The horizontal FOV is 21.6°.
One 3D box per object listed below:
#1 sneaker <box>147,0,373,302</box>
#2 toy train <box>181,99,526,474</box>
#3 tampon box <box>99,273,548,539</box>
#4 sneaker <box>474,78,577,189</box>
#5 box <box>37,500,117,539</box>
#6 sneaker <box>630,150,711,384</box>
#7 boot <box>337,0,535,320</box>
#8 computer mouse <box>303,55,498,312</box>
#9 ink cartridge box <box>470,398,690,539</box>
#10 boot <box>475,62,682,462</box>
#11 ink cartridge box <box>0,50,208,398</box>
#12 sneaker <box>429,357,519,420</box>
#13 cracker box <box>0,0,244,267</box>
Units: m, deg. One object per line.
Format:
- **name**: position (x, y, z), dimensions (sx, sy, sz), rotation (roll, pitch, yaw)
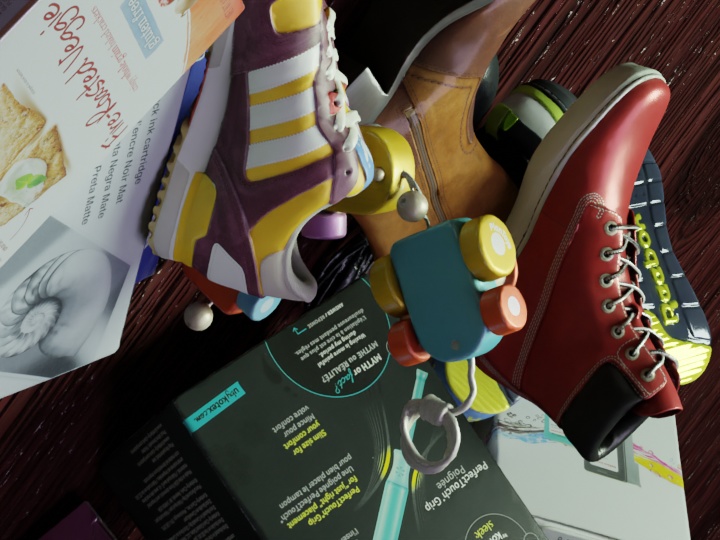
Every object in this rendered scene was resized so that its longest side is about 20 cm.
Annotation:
- **sneaker**: position (-0.027, -0.082, 0.858), dimensions (0.075, 0.090, 0.201), rotation (-66, 177, -63)
- **toy train**: position (0.000, 0.000, 0.932), dimensions (0.055, 0.200, 0.151), rotation (-13, 134, -54)
- **tampon box**: position (-0.017, 0.138, 1.049), dimensions (0.149, 0.201, 0.126), rotation (-32, 176, -33)
- **sneaker**: position (0.091, -0.030, 1.165), dimensions (0.083, 0.072, 0.201), rotation (-33, 138, -28)
- **box**: position (-0.122, 0.257, 1.095), dimensions (0.097, 0.176, 0.200), rotation (-39, 154, -11)
- **sneaker**: position (0.159, -0.013, 1.235), dimensions (0.074, 0.201, 0.082), rotation (-5, 164, -32)
- **boot**: position (0.063, -0.078, 1.023), dimensions (0.188, 0.068, 0.200), rotation (-46, 138, -9)
- **computer mouse**: position (0.026, -0.049, 1.104), dimensions (0.058, 0.034, 0.201), rotation (-8, 132, -57)
- **ink cartridge box**: position (0.137, 0.173, 1.353), dimensions (0.201, 0.145, 0.147), rotation (-84, -167, -55)
- **boot**: position (0.147, -0.001, 1.045), dimensions (0.072, 0.144, 0.201), rotation (1, 123, -51)
- **ink cartridge box**: position (-0.133, -0.033, 0.850), dimensions (0.199, 0.041, 0.200), rotation (-25, 144, -44)
- **sneaker**: position (0.111, 0.030, 1.302), dimensions (0.200, 0.074, 0.082), rotation (-42, 177, -31)
- **cracker box**: position (-0.134, -0.065, 0.670), dimensions (0.200, 0.058, 0.134), rotation (-47, 166, -8)
